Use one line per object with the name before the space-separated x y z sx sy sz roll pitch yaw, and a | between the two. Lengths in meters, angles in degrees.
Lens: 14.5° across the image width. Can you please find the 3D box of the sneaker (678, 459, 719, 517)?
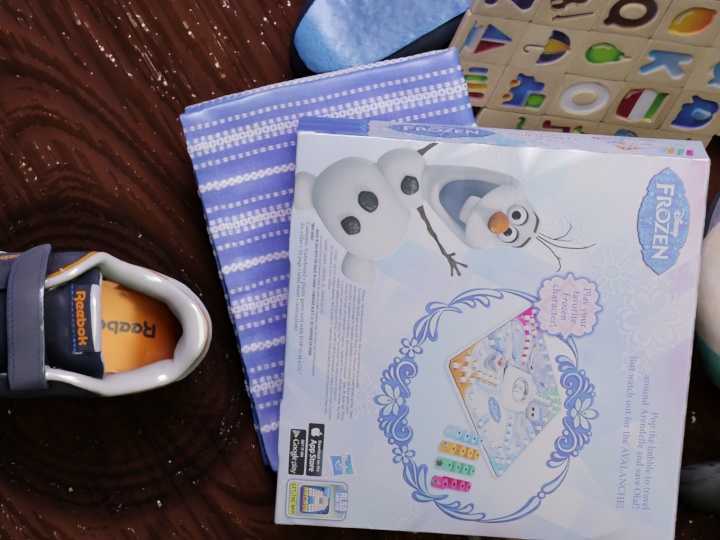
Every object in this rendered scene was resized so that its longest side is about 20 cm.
sneaker | 0.257 0.151 1.505 0.199 0.074 0.089 14 80 -17

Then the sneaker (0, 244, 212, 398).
sneaker | -0.169 0.025 1.366 0.199 0.079 0.079 -3 87 -18

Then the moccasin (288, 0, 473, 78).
moccasin | 0.045 -0.156 1.461 0.200 0.068 0.081 -22 85 -20

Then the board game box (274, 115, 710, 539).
board game box | 0.062 0.031 1.378 0.198 0.043 0.201 4 105 1

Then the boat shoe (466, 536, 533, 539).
boat shoe | 0.110 0.143 1.455 0.076 0.072 0.200 -36 98 -18

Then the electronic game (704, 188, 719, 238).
electronic game | 0.276 0.011 1.529 0.199 0.042 0.201 3 77 -15

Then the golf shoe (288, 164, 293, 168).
golf shoe | 0.030 -0.036 1.449 0.199 0.092 0.076 7 117 0

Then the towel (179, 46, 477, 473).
towel | 0.000 0.000 1.401 0.144 0.024 0.201 -12 106 6

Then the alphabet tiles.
alphabet tiles | 0.142 -0.110 1.450 0.199 0.167 0.006 6 51 -19

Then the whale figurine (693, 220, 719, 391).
whale figurine | 0.259 0.012 1.462 0.200 0.159 0.104 -33 135 -32
